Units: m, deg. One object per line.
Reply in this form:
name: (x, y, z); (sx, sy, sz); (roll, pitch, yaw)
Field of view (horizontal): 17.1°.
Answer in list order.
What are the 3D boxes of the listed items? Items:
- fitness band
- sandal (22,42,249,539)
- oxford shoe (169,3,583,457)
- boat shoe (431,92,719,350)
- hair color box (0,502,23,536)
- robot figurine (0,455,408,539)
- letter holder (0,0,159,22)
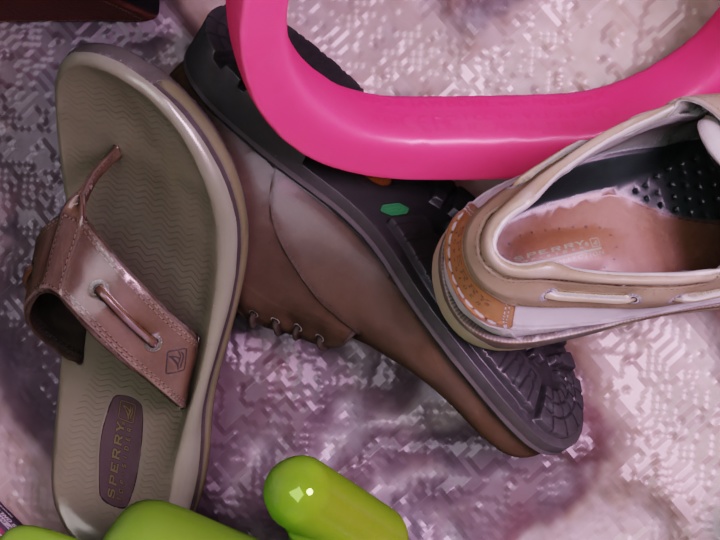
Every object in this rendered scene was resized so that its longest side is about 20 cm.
fitness band: (0.053, -0.094, 0.810); (0.198, 0.144, 0.038); (-1, 44, -17)
sandal: (-0.087, 0.019, 0.860); (0.079, 0.057, 0.202); (16, 113, 31)
oxford shoe: (0.000, 0.000, 0.875); (0.200, 0.073, 0.085); (46, 121, 10)
boat shoe: (0.124, -0.023, 0.808); (0.199, 0.068, 0.075); (-21, 82, -11)
hair color box: (-0.192, 0.097, 0.840); (0.100, 0.200, 0.061); (40, 97, 12)
robot figurine: (-0.042, 0.155, 0.839); (0.199, 0.116, 0.176); (22, 76, 5)
letter holder: (-0.168, -0.150, 0.846); (0.141, 0.200, 0.101); (-1, 87, 14)
